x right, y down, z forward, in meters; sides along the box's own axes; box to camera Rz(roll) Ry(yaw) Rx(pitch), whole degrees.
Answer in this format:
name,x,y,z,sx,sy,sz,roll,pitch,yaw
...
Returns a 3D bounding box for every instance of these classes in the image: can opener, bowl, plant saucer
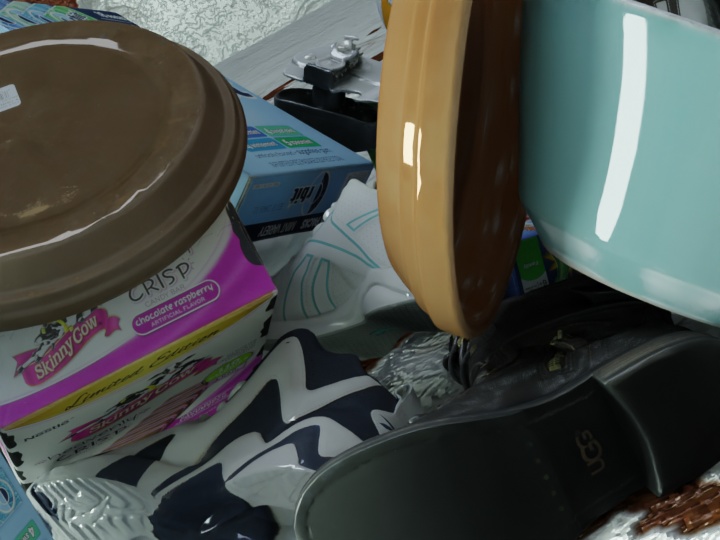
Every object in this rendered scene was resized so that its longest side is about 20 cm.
name,x,y,z,sx,sy,sz,roll,pitch,yaw
can opener,0.039,-0.092,0.940,0.199,0.067,0.053,19,35,29
bowl,0.144,-0.040,0.642,0.201,0.199,0.106,-115,42,-76
plant saucer,0.044,-0.074,0.654,0.037,0.202,0.200,7,26,14
plant saucer,-0.150,-0.052,0.712,0.198,0.030,0.201,-7,43,7

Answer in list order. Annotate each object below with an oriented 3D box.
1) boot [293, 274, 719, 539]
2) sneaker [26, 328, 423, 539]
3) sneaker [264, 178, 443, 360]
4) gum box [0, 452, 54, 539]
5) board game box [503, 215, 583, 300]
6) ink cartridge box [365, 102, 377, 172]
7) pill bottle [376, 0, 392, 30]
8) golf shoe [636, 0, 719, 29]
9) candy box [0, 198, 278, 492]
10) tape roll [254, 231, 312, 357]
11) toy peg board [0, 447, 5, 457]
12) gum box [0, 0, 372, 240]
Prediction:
name,x,y,z,sx,sy,sz,roll,pitch,yaw
boot,0.061,0.058,0.663,0.199,0.070,0.174,-19,13,-4
sneaker,-0.056,0.088,0.745,0.198,0.080,0.130,-19,15,36
sneaker,0.000,0.000,0.817,0.070,0.081,0.200,9,-18,-34
gum box,-0.203,0.129,0.638,0.169,0.201,0.045,-22,15,24
board game box,0.092,-0.021,0.856,0.134,0.035,0.200,-19,10,-20
ink cartridge box,0.115,-0.110,1.014,0.199,0.085,0.146,-23,-1,22
pill bottle,0.074,-0.141,0.862,0.111,0.111,0.201,-29,46,0
golf shoe,0.164,-0.129,0.867,0.094,0.201,0.078,-35,-26,16
candy box,-0.117,0.045,0.767,0.136,0.061,0.200,-27,-14,-14
tape roll,-0.096,0.045,0.985,0.201,0.071,0.203,-27,14,7
toy peg board,-0.238,0.105,0.869,0.097,0.201,0.200,7,32,29
gum box,-0.112,-0.087,0.892,0.045,0.199,0.170,-64,-17,15
